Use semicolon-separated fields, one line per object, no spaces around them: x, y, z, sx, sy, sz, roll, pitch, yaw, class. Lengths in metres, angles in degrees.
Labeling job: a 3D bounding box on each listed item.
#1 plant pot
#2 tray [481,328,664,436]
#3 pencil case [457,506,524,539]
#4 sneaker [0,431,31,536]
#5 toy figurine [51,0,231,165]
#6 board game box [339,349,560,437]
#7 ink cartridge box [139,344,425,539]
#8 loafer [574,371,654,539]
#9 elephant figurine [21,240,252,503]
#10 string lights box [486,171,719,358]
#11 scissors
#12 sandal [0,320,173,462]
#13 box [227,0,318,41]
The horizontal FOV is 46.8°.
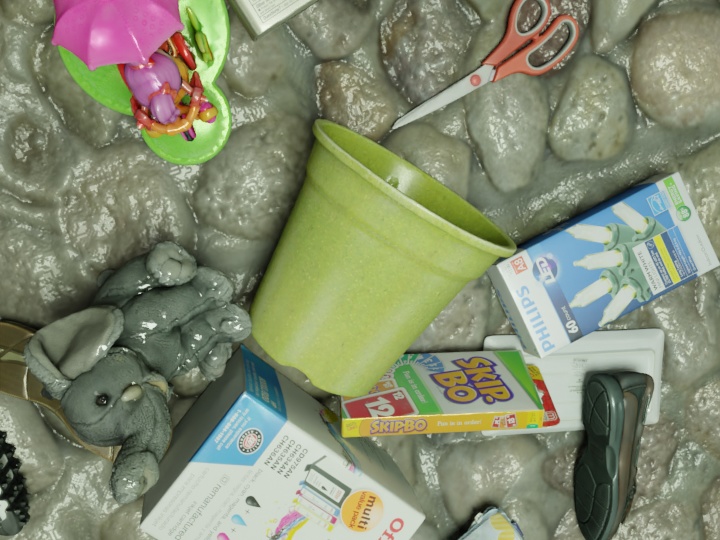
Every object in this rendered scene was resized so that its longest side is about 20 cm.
0.000;0.000;0.725;0.200;0.200;0.184;30;104;-14;plant pot
0.224;0.117;0.861;0.200;0.022;0.108;-2;99;-10;tray
0.087;0.327;0.842;0.200;0.083;0.091;-35;100;-3;pencil case
-0.372;0.157;0.737;0.090;0.066;0.200;-28;100;-2;sneaker
-0.170;-0.165;0.648;0.150;0.184;0.200;-22;106;-1;toy figurine
0.080;0.113;0.782;0.200;0.096;0.030;0;120;-4;board game box
-0.072;0.198;0.756;0.200;0.145;0.147;38;91;-14;ink cartridge box
0.263;0.194;0.847;0.063;0.072;0.200;-8;114;-14;loafer
-0.190;0.078;0.657;0.141;0.155;0.200;40;51;-7;elephant figurine
0.233;-0.006;0.815;0.200;0.059;0.103;-27;94;-5;string lights box
0.123;-0.182;0.792;0.200;0.014;0.073;-45;106;-2;scissors
-0.257;0.105;0.758;0.200;0.054;0.080;27;89;1;sandal
-0.105;-0.304;0.694;0.095;0.078;0.200;-32;104;-3;box
